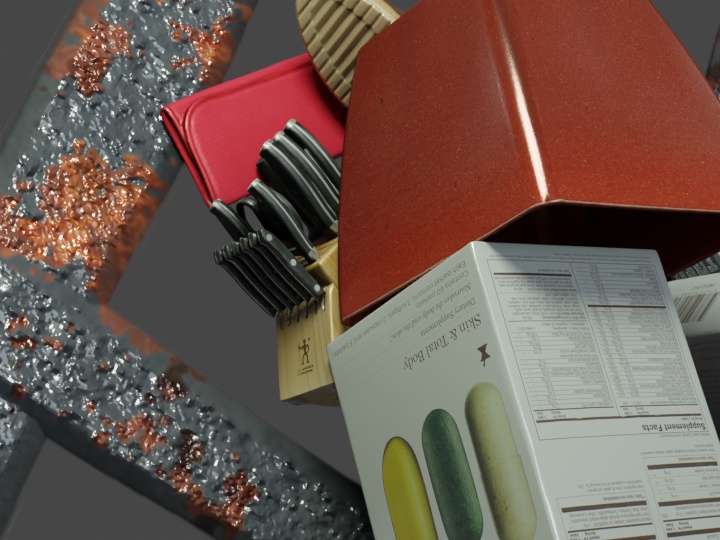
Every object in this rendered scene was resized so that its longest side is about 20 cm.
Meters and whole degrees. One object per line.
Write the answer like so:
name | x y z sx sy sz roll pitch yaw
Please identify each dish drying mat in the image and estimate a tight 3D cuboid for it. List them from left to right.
dish drying mat | -0.044 -0.106 1.152 0.200 0.018 0.077 -27 90 -43

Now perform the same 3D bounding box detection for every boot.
boot | 0.039 -0.158 1.203 0.200 0.072 0.166 43 29 -19

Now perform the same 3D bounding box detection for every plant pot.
plant pot | 0.103 -0.080 1.047 0.200 0.200 0.176 2 68 -37

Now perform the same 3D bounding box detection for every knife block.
knife block | 0.000 0.000 1.101 0.200 0.064 0.176 9 71 -35

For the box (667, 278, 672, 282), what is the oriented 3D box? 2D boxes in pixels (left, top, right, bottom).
box | 0.237 0.000 1.320 0.143 0.036 0.200 -6 76 -40

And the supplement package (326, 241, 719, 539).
supplement package | 0.101 0.106 0.984 0.151 0.152 0.200 1 64 -37

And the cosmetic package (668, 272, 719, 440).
cosmetic package | 0.293 0.099 1.239 0.200 0.102 0.074 54 56 -20

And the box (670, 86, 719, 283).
box | 0.295 -0.021 1.317 0.200 0.049 0.161 52 39 -17
